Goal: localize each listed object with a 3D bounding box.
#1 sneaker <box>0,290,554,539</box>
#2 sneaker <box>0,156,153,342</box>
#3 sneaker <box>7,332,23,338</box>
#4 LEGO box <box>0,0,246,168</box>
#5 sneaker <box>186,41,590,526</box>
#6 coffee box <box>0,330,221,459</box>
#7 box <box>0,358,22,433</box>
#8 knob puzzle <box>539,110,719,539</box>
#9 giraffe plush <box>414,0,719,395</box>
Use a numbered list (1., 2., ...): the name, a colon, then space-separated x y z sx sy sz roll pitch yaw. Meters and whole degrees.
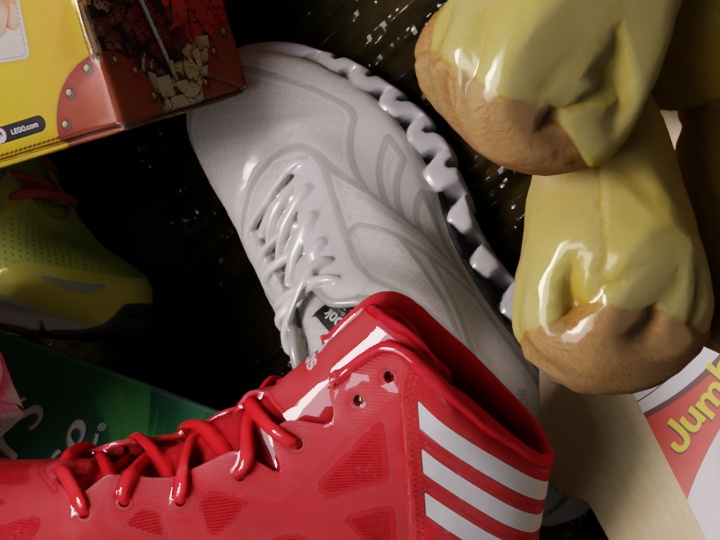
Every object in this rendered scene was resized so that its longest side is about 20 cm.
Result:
1. sneaker: -0.041 0.048 0.709 0.078 0.198 0.116 -110 33 -62
2. sneaker: -0.148 -0.043 0.936 0.199 0.078 0.091 34 100 25
3. sneaker: -0.155 0.050 0.949 0.199 0.078 0.083 24 105 35
4. LEGO box: -0.156 -0.100 0.837 0.199 0.077 0.150 -14 95 30
5. sneaker: 0.000 0.000 0.805 0.200 0.081 0.075 50 126 27
6. coffee box: -0.085 0.098 0.828 0.199 0.044 0.123 19 70 34
7. box: -0.213 0.051 0.792 0.200 0.094 0.103 -37 68 33
8. knob puzzle: 0.131 0.005 0.718 0.218 0.030 0.222 -8 76 37
9. giraffe plush: 0.070 -0.085 0.679 0.162 0.171 0.202 -148 50 -61
